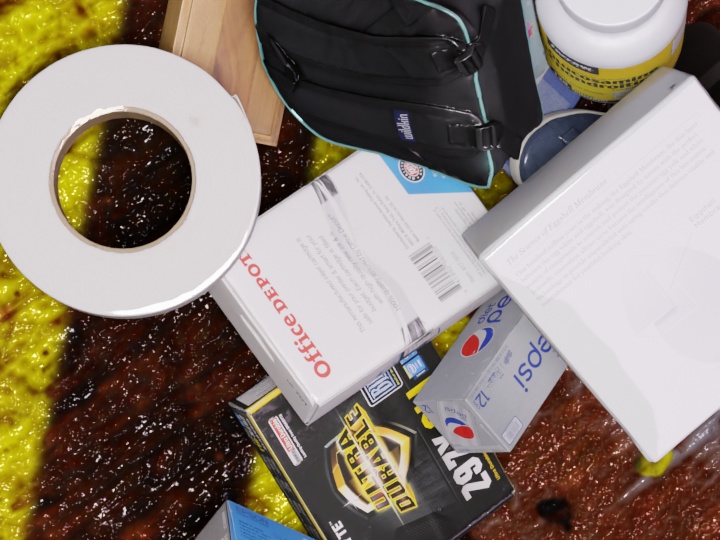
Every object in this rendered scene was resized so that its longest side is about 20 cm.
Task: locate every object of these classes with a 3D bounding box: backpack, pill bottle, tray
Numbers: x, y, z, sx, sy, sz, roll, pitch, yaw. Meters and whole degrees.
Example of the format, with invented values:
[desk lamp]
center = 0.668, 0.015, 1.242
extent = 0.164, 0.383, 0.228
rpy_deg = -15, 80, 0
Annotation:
[backpack]
center = 0.029, -0.170, 1.611
extent = 0.153, 0.200, 0.176
rpy_deg = -58, 144, -37
[pill bottle]
center = 0.186, -0.196, 1.636
extent = 0.112, 0.200, 0.112
rpy_deg = -1, 82, 7
[tray]
center = -0.093, -0.202, 1.665
extent = 0.099, 0.037, 0.200
rpy_deg = 10, 95, -24

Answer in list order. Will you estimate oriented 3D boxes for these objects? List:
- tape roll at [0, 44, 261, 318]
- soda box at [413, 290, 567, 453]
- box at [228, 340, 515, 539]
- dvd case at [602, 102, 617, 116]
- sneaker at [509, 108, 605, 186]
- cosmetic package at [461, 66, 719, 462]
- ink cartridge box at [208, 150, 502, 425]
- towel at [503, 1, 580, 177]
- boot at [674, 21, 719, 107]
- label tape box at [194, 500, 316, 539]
[tape roll]
center = -0.171, -0.065, 1.610
extent = 0.202, 0.037, 0.203
rpy_deg = 0, 85, -3
[soda box]
center = 0.130, 0.052, 1.756
extent = 0.063, 0.068, 0.200
rpy_deg = 49, 59, -22
[box]
center = 0.012, 0.142, 1.761
extent = 0.160, 0.049, 0.200
rpy_deg = -35, 110, -17
[dvd case]
center = 0.215, -0.047, 1.712
extent = 0.146, 0.022, 0.200
rpy_deg = 42, 90, 21
[sneaker]
center = 0.218, -0.087, 1.780
extent = 0.200, 0.084, 0.075
rpy_deg = -4, 108, -29
[cosmetic package]
center = 0.215, -0.009, 1.605
extent = 0.199, 0.123, 0.200
rpy_deg = -40, 101, 3
[ink cartridge box]
center = 0.000, 0.000, 1.684
extent = 0.200, 0.086, 0.147
rpy_deg = -34, 82, -14
[towel]
center = 0.098, -0.184, 1.759
extent = 0.200, 0.024, 0.147
rpy_deg = 38, 80, -26
[boot]
center = 0.314, -0.116, 1.780
extent = 0.074, 0.200, 0.075
rpy_deg = -35, 135, 18
[label tape box]
center = -0.098, 0.290, 1.717
extent = 0.144, 0.063, 0.200
rpy_deg = 28, 113, -25
